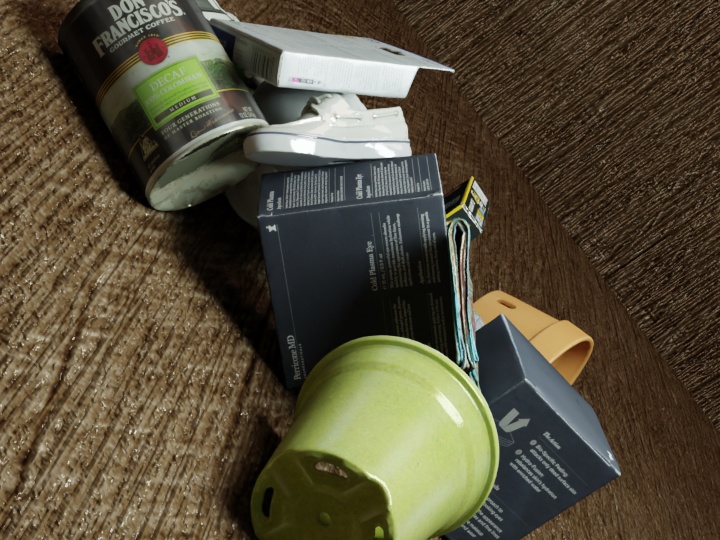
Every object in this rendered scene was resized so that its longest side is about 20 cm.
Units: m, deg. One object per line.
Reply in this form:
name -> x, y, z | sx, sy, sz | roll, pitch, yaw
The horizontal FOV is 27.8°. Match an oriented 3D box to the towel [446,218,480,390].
towel -> 0.104, 0.046, 1.412 | 0.200, 0.022, 0.147 | 67, 19, -72

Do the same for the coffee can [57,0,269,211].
coffee can -> -0.196, -0.183, 1.472 | 0.200, 0.146, 0.146 | 59, 16, 14

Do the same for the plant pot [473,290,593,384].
plant pot -> 0.191, 0.123, 1.930 | 0.140, 0.200, 0.200 | 42, 10, 22

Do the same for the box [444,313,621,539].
box -> 0.141, 0.188, 1.592 | 0.197, 0.200, 0.118 | 45, 18, -33

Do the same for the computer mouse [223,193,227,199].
computer mouse -> -0.096, -0.031, 1.677 | 0.200, 0.034, 0.059 | 44, 8, -13

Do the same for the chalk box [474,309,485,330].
chalk box -> 0.104, 0.121, 1.762 | 0.200, 0.125, 0.124 | 55, 16, -2

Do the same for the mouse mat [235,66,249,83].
mouse mat -> -0.098, -0.203, 1.833 | 0.161, 0.008, 0.200 | 35, -12, 10

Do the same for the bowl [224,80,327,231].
bowl -> -0.086, -0.106, 1.562 | 0.090, 0.201, 0.202 | -25, 78, -41

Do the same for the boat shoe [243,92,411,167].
boat shoe -> -0.033, -0.142, 1.450 | 0.199, 0.071, 0.070 | -4, 86, -36

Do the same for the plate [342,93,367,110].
plate -> 0.000, -0.112, 1.629 | 0.201, 0.032, 0.199 | 67, -14, -7

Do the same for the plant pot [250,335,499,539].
plant pot -> 0.000, 0.181, 1.262 | 0.201, 0.200, 0.184 | 54, 28, -2

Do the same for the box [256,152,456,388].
box -> 0.000, 0.000, 1.465 | 0.104, 0.181, 0.201 | -94, 177, -62

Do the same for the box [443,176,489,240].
box -> 0.066, -0.030, 1.823 | 0.049, 0.200, 0.160 | 53, 16, -9

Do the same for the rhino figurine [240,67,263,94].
rhino figurine -> -0.090, -0.148, 1.709 | 0.201, 0.060, 0.087 | 62, 7, 6

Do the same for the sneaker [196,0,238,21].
sneaker -> -0.195, -0.308, 1.879 | 0.091, 0.066, 0.200 | 58, 14, 22

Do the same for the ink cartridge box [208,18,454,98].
ink cartridge box -> -0.035, -0.219, 1.518 | 0.199, 0.044, 0.196 | 4, 16, -28
